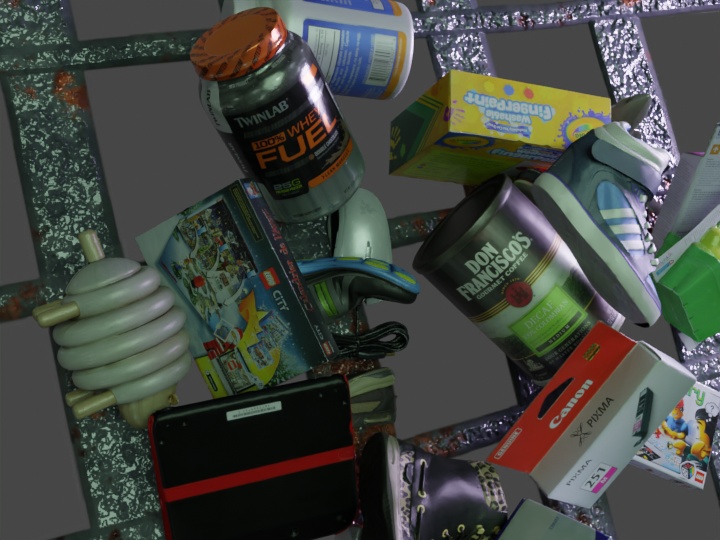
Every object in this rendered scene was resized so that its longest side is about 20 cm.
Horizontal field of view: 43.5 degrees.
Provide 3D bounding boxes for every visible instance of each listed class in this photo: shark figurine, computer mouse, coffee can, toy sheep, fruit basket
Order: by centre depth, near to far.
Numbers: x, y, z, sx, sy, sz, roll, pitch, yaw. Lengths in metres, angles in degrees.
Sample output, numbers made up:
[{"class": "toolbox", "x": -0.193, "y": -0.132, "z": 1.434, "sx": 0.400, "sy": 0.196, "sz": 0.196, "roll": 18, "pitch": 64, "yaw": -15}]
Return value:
[{"class": "toy sheep", "x": -0.232, "y": 0.058, "z": 0.862, "sx": 0.138, "sy": 0.138, "sz": 0.200, "roll": -22, "pitch": 106, "yaw": -23}, {"class": "computer mouse", "x": 0.000, "y": 0.000, "z": 1.006, "sx": 0.110, "sy": 0.044, "sz": 0.200, "roll": 1, "pitch": 80, "yaw": -20}, {"class": "coffee can", "x": 0.180, "y": 0.011, "z": 1.017, "sx": 0.200, "sy": 0.146, "sz": 0.146, "roll": 43, "pitch": 69, "yaw": -9}, {"class": "shark figurine", "x": 0.315, "y": -0.120, "z": 1.115, "sx": 0.214, "sy": 0.128, "sz": 0.090, "roll": 48, "pitch": 35, "yaw": -52}, {"class": "fruit basket", "x": 0.452, "y": -0.018, "z": 1.126, "sx": 0.200, "sy": 0.094, "sz": 0.185, "roll": -46, "pitch": 131, "yaw": -8}]

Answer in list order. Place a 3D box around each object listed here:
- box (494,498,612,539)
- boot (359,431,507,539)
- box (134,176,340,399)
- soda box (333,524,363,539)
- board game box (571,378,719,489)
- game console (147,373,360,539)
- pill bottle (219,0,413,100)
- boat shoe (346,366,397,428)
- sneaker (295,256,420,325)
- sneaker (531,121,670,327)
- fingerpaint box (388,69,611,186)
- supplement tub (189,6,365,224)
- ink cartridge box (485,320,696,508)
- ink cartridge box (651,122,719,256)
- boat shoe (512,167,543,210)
[{"class": "box", "x": 0.186, "y": 0.368, "z": 0.927, "sx": 0.184, "sy": 0.105, "sz": 0.200, "roll": -50, "pitch": 136, "yaw": -22}, {"class": "boot", "x": 0.075, "y": 0.270, "z": 0.908, "sx": 0.150, "sy": 0.073, "sz": 0.200, "roll": 15, "pitch": 53, "yaw": -27}, {"class": "box", "x": -0.125, "y": 0.025, "z": 0.913, "sx": 0.136, "sy": 0.038, "sz": 0.200, "roll": -26, "pitch": 90, "yaw": 20}, {"class": "soda box", "x": -0.014, "y": 0.367, "z": 0.922, "sx": 0.068, "sy": 0.064, "sz": 0.200, "roll": 24, "pitch": 72, "yaw": -16}, {"class": "board game box", "x": 0.348, "y": 0.175, "z": 1.110, "sx": 0.200, "sy": 0.035, "sz": 0.126, "roll": 24, "pitch": 72, "yaw": -15}, {"class": "game console", "x": -0.100, "y": 0.200, "z": 0.896, "sx": 0.200, "sy": 0.031, "sz": 0.177, "roll": -10, "pitch": 107, "yaw": -16}, {"class": "pill bottle", "x": -0.051, "y": -0.253, "z": 0.998, "sx": 0.200, "sy": 0.112, "sz": 0.112, "roll": 3, "pitch": 79, "yaw": -20}, {"class": "boat shoe", "x": -0.045, "y": 0.160, "z": 0.943, "sx": 0.200, "sy": 0.074, "sz": 0.073, "roll": -16, "pitch": 86, "yaw": -21}, {"class": "sneaker", "x": -0.034, "y": 0.028, "z": 0.948, "sx": 0.199, "sy": 0.071, "sz": 0.083, "roll": -3, "pitch": 92, "yaw": 12}, {"class": "sneaker", "x": 0.288, "y": -0.059, "z": 0.939, "sx": 0.146, "sy": 0.081, "sz": 0.200, "roll": -38, "pitch": 92, "yaw": -9}, {"class": "fingerpaint box", "x": 0.155, "y": -0.152, "z": 1.028, "sx": 0.200, "sy": 0.167, "sz": 0.073, "roll": 5, "pitch": 78, "yaw": -19}, {"class": "supplement tub", "x": -0.083, "y": -0.156, "z": 0.918, "sx": 0.123, "sy": 0.122, "sz": 0.200, "roll": -48, "pitch": 132, "yaw": -22}, {"class": "ink cartridge box", "x": 0.256, "y": 0.163, "z": 0.986, "sx": 0.173, "sy": 0.044, "sz": 0.200, "roll": 25, "pitch": 106, "yaw": -43}, {"class": "ink cartridge box", "x": 0.479, "y": -0.101, "z": 1.144, "sx": 0.196, "sy": 0.043, "sz": 0.200, "roll": -2, "pitch": 123, "yaw": -22}, {"class": "boat shoe", "x": 0.248, "y": -0.070, "z": 1.069, "sx": 0.200, "sy": 0.071, "sz": 0.063, "roll": 36, "pitch": 86, "yaw": -40}]
